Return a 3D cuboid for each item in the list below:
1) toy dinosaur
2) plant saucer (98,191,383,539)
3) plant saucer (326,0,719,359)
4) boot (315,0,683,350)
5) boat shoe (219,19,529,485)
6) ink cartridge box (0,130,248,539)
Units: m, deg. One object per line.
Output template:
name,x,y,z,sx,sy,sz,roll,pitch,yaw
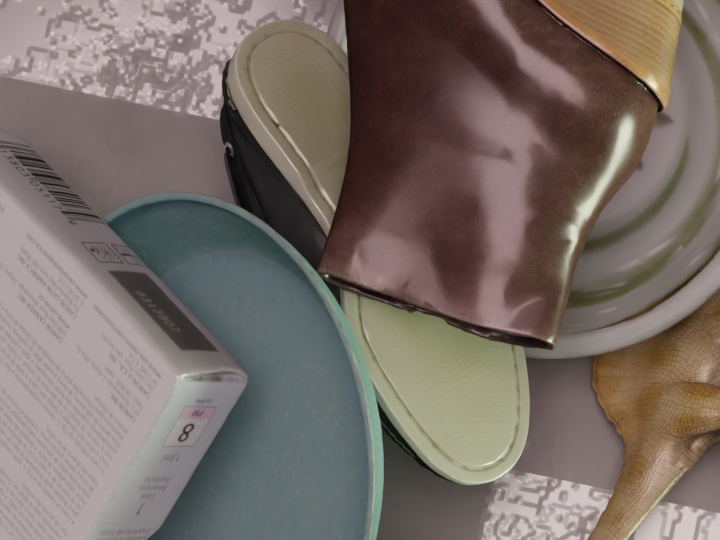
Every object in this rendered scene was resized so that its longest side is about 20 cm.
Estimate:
toy dinosaur,0.137,0.056,1.144,0.101,0.058,0.200,14,72,21
plant saucer,-0.056,0.068,1.108,0.200,0.036,0.200,6,99,44
plant saucer,0.082,-0.065,1.145,0.200,0.050,0.200,1,93,23
boot,0.014,-0.076,1.081,0.200,0.072,0.167,22,81,8
boat shoe,-0.002,0.001,1.126,0.074,0.066,0.199,-29,83,-31
ink cartridge box,-0.150,0.070,1.122,0.163,0.057,0.200,44,116,31
